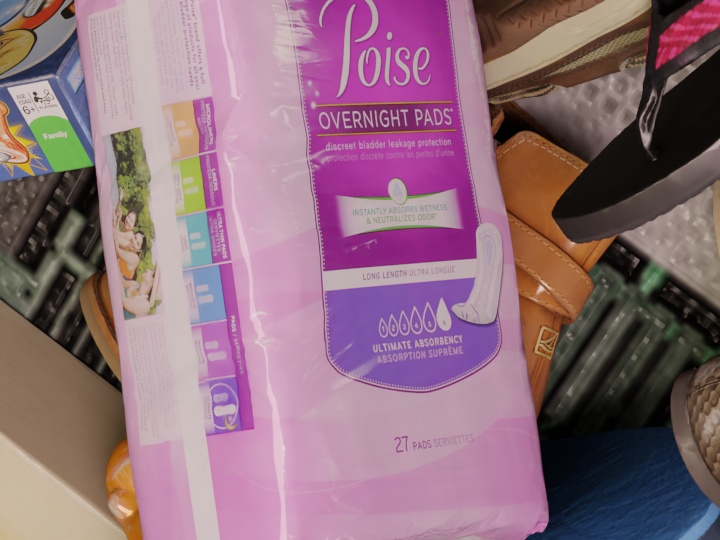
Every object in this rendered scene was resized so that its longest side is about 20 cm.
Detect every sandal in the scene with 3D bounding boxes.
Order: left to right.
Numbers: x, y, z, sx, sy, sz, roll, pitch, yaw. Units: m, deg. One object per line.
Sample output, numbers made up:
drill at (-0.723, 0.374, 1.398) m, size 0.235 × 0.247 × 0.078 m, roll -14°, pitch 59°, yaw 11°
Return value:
sandal at (0.126, -0.085, 0.860) m, size 0.045 × 0.075 × 0.200 m, roll 43°, pitch 109°, yaw -14°

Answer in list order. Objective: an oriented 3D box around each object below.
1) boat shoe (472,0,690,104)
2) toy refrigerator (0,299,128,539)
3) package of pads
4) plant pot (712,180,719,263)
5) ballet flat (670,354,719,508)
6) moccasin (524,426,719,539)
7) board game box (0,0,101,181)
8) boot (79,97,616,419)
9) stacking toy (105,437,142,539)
boat shoe at (0.043, -0.080, 0.967) m, size 0.202 × 0.075 × 0.075 m, roll -8°, pitch 73°, yaw 48°
toy refrigerator at (-0.139, 0.065, 1.091) m, size 0.200 × 0.076 × 0.070 m, roll 37°, pitch 116°, yaw 11°
package of pads at (-0.014, -0.009, 0.881) m, size 0.076 × 0.120 × 0.200 m, roll -11°, pitch 85°, yaw 41°
plant pot at (0.208, -0.027, 0.860) m, size 0.200 × 0.187 × 0.188 m, roll -11°, pitch 99°, yaw 41°
ballet flat at (0.168, 0.078, 0.904) m, size 0.046 × 0.067 × 0.200 m, roll -25°, pitch 134°, yaw 33°
moccasin at (0.082, 0.093, 0.960) m, size 0.080 × 0.200 × 0.068 m, roll -33°, pitch 99°, yaw -12°
board game box at (-0.112, -0.098, 0.967) m, size 0.135 × 0.200 × 0.034 m, roll -9°, pitch 126°, yaw 26°
boot at (0.000, 0.000, 1.011) m, size 0.200 × 0.074 × 0.155 m, roll 35°, pitch 96°, yaw 41°
stacking toy at (-0.043, 0.120, 0.959) m, size 0.200 × 0.110 × 0.116 m, roll -120°, pitch 24°, yaw -49°
